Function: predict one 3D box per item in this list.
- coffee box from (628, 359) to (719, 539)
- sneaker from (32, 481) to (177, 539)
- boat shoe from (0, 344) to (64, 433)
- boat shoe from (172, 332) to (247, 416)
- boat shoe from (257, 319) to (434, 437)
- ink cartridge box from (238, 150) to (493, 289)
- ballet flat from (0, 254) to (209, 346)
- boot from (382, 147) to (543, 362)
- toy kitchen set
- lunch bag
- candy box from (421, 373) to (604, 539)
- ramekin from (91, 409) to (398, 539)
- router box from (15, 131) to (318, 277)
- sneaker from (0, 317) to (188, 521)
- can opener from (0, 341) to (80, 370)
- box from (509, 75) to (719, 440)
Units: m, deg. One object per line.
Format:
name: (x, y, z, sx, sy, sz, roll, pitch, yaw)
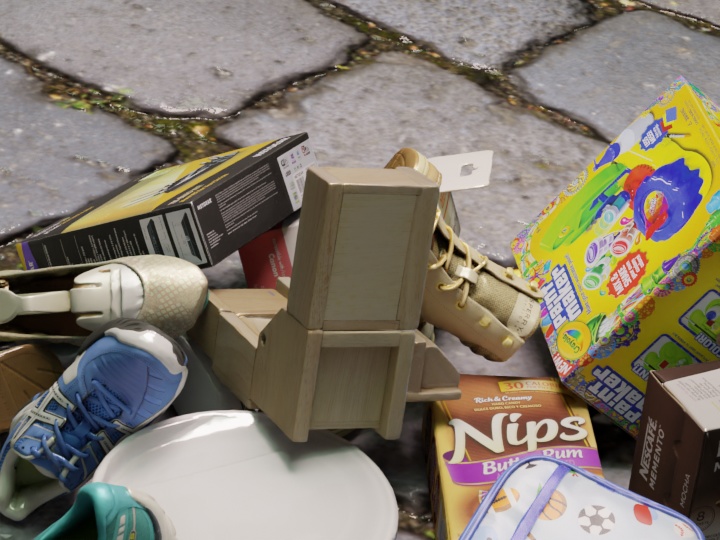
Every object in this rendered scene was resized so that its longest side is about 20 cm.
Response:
coffee box: (0.300, 0.122, 1.667, 0.199, 0.113, 0.080, -8, 34, -23)
sneaker: (-0.201, 0.199, 1.401, 0.078, 0.200, 0.080, 47, 6, 40)
boat shoe: (-0.304, 0.102, 1.642, 0.200, 0.072, 0.065, -19, 0, -35)
boat shoe: (-0.118, 0.056, 1.736, 0.063, 0.071, 0.200, -10, 34, -23)
boat shoe: (-0.011, 0.064, 1.746, 0.074, 0.067, 0.200, 21, 35, 23)
ink cartridge box: (0.012, -0.033, 1.827, 0.199, 0.068, 0.117, -12, 16, 9)
ballet flat: (-0.202, 0.027, 1.650, 0.199, 0.068, 0.062, -7, -4, 27)
boot: (0.065, -0.006, 1.676, 0.155, 0.200, 0.073, 32, 68, -3)
toy kitchen set: (0.000, 0.000, 1.604, 0.163, 0.181, 0.200, 0, 19, -26)
lunch bag: (0.115, 0.217, 1.472, 0.160, 0.076, 0.200, 26, 53, 17)
candy box: (0.108, 0.150, 1.642, 0.116, 0.057, 0.200, 2, 31, -6)
ramekin: (-0.078, 0.184, 1.515, 0.202, 0.094, 0.203, 5, 32, -3)
router box: (-0.138, -0.040, 1.756, 0.157, 0.052, 0.200, -13, 12, 27)
sneaker: (-0.180, 0.103, 1.563, 0.076, 0.200, 0.077, 34, 43, -11)
can opener: (-0.266, 0.055, 1.727, 0.199, 0.053, 0.067, -10, 34, -23)
box: (0.235, -0.002, 1.749, 0.122, 0.193, 0.200, 36, 19, -26)
